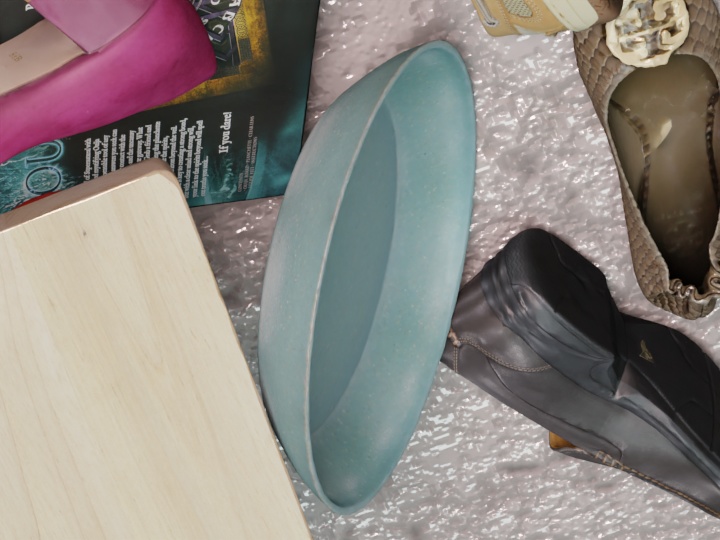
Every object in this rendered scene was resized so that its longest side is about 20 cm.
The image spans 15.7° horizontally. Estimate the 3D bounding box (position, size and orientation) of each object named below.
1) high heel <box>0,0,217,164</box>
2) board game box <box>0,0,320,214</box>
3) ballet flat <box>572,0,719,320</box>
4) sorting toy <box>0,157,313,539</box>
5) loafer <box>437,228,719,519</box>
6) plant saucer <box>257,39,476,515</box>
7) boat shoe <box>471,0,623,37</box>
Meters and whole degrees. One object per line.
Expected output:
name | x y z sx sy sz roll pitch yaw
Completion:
high heel | -0.143 -0.039 0.979 0.200 0.067 0.096 -41 131 5
board game box | -0.084 -0.096 1.044 0.135 0.028 0.200 -7 142 -14
ballet flat | 0.135 -0.053 1.143 0.067 0.046 0.201 -13 131 0
sorting toy | -0.139 0.071 1.047 0.198 0.070 0.201 -21 113 -4
loafer | 0.116 0.059 1.227 0.072 0.073 0.200 -34 119 29
plant saucer | 0.000 0.000 1.088 0.036 0.200 0.201 13 133 18
boat shoe | 0.031 -0.161 1.022 0.076 0.072 0.200 -15 129 25
